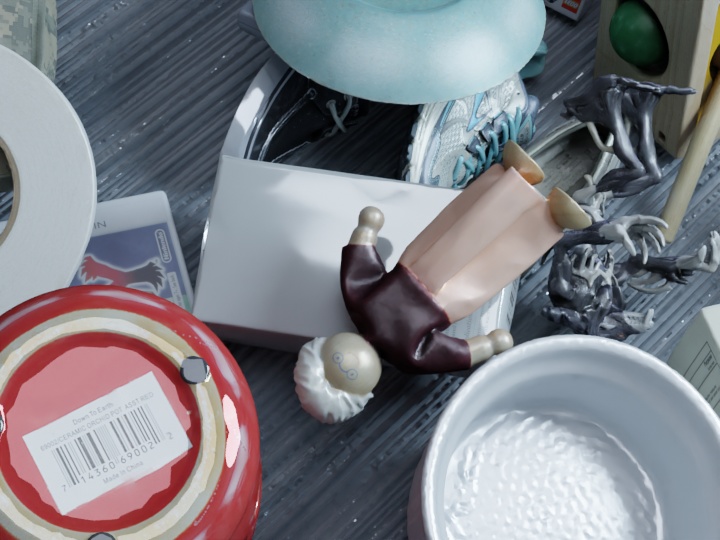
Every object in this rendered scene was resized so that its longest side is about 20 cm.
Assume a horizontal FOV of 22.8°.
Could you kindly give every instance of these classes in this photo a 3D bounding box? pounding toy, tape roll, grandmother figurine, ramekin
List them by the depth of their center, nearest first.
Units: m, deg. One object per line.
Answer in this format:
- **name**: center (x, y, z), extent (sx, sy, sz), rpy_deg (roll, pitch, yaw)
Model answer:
- **grandmother figurine**: center (0.037, 0.011, 1.066), extent (0.200, 0.061, 0.121), rpy_deg (-44, 70, -2)
- **ramekin**: center (0.123, 0.148, 1.074), extent (0.199, 0.098, 0.202), rpy_deg (4, 71, -11)
- **tape roll**: center (-0.265, -0.050, 1.117), extent (0.202, 0.037, 0.204), rpy_deg (0, 92, -5)
- **pounding toy**: center (0.254, -0.160, 1.253), extent (0.199, 0.185, 0.142), rpy_deg (-27, 54, -20)

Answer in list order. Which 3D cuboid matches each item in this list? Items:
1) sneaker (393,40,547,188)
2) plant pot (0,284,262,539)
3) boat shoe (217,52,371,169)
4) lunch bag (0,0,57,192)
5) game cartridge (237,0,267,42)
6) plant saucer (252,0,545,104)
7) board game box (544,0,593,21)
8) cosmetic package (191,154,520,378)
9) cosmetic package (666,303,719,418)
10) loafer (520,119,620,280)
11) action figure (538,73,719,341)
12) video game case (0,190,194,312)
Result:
- **sneaker**: center (0.081, -0.105, 1.249), extent (0.086, 0.078, 0.201), rpy_deg (20, 60, 2)
- **plant pot**: center (-0.152, 0.110, 1.018), extent (0.199, 0.183, 0.201), rpy_deg (3, 69, -7)
- **boat shoe**: center (-0.025, -0.127, 1.256), extent (0.068, 0.072, 0.200), rpy_deg (29, 54, 12)
- **lunch bag**: center (-0.287, -0.134, 1.197), extent (0.163, 0.118, 0.201), rpy_deg (0, 63, -7)
- **game cartridge**: center (0.023, -0.203, 1.255), extent (0.133, 0.042, 0.200), rpy_deg (30, 52, 16)
- **plant saucer**: center (0.028, -0.192, 1.195), extent (0.200, 0.039, 0.202), rpy_deg (3, 47, -3)
- **board game box**: center (0.099, -0.285, 1.323), extent (0.199, 0.127, 0.035), rpy_deg (28, 43, 10)
- **cosmetic package**: center (0.000, 0.000, 1.143), extent (0.199, 0.081, 0.113), rpy_deg (10, 79, 10)
- **cosmetic package**: center (0.276, 0.122, 1.124), extent (0.087, 0.104, 0.201), rpy_deg (-14, 64, -16)
- **loafer**: center (0.104, -0.038, 1.212), extent (0.070, 0.070, 0.200), rpy_deg (40, 67, 12)
- **action figure**: center (0.172, -0.024, 1.156), extent (0.102, 0.119, 0.201), rpy_deg (8, 94, 32)
- **video game case**: center (-0.192, 0.050, 1.158), extent (0.181, 0.023, 0.201), rpy_deg (-12, 62, -13)
